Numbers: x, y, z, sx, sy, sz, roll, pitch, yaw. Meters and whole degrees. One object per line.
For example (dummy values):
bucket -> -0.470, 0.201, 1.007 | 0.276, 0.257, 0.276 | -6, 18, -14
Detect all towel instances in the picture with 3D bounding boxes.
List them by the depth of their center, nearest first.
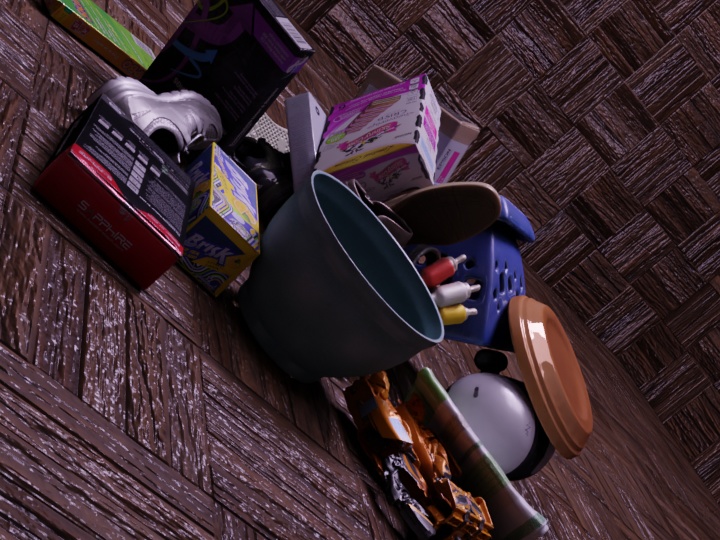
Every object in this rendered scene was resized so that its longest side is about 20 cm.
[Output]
towel -> 0.117, 0.198, 1.218 | 0.200, 0.031, 0.149 | 55, -17, 13

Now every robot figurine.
robot figurine -> 0.057, 0.191, 1.117 | 0.145, 0.058, 0.200 | 36, 16, -47
robot figurine -> 0.158, 0.184, 1.369 | 0.150, 0.125, 0.200 | 50, 11, 23

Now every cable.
cable -> 0.045, 0.037, 1.261 | 0.050, 0.200, 0.098 | 3, -67, 51

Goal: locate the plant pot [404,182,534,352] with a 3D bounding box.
plant pot -> 0.104, -0.008, 1.442 | 0.199, 0.181, 0.200 | 13, -3, 21

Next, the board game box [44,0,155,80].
board game box -> -0.309, -0.285, 1.384 | 0.200, 0.030, 0.096 | 41, 13, -47

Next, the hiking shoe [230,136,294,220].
hiking shoe -> -0.116, -0.137, 1.500 | 0.101, 0.076, 0.200 | 51, 12, -11

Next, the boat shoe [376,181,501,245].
boat shoe -> 0.068, -0.066, 1.328 | 0.072, 0.199, 0.072 | 61, 28, -21

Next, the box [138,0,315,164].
box -> -0.158, -0.226, 1.324 | 0.143, 0.200, 0.036 | 51, 28, 17

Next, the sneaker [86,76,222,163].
sneaker -> -0.206, -0.140, 1.225 | 0.082, 0.075, 0.200 | 62, 24, 13

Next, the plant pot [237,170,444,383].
plant pot -> -0.032, 0.024, 1.127 | 0.200, 0.134, 0.200 | 48, 15, -18

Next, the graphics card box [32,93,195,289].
graphics card box -> -0.207, -0.074, 1.016 | 0.125, 0.051, 0.200 | 44, 13, -19

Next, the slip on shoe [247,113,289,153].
slip on shoe -> -0.146, -0.184, 1.602 | 0.061, 0.074, 0.200 | 6, -13, 42

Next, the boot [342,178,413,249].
boot -> 0.000, 0.000, 1.302 | 0.200, 0.146, 0.070 | 43, 16, -24

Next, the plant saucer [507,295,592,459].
plant saucer -> 0.228, 0.121, 1.377 | 0.200, 0.037, 0.201 | 56, 21, -35

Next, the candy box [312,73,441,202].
candy box -> 0.023, -0.155, 1.424 | 0.200, 0.136, 0.061 | -81, 149, -56

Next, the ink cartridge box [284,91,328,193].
ink cartridge box -> -0.035, -0.092, 1.489 | 0.200, 0.040, 0.201 | 50, 29, -55

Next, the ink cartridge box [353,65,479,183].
ink cartridge box -> 0.042, -0.158, 1.638 | 0.165, 0.201, 0.075 | 36, 13, 23

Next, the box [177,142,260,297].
box -> -0.145, -0.056, 1.155 | 0.070, 0.064, 0.200 | 45, 11, -21
